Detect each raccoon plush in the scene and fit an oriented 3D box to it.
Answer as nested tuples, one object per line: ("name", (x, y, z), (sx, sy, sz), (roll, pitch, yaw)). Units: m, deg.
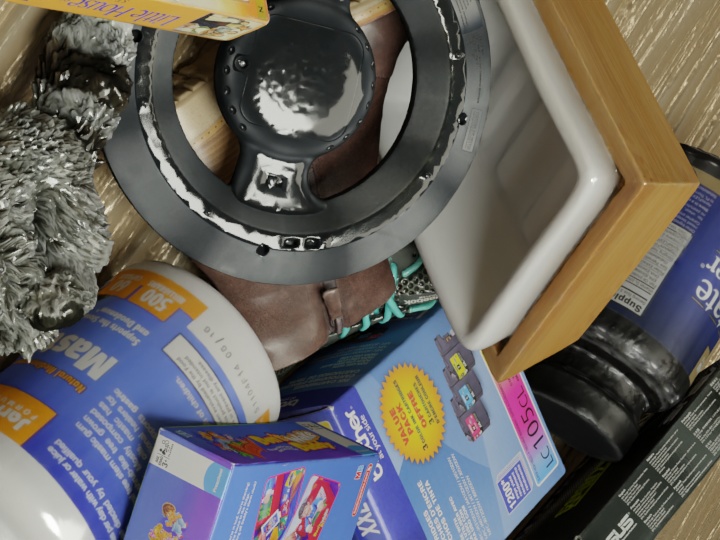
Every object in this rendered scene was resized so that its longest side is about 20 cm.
("raccoon plush", (-0.182, -0.053, 0.979), (0.134, 0.096, 0.201), (32, 54, -45))

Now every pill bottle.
("pill bottle", (-0.140, 0.094, 1.079), (0.200, 0.112, 0.113), (-42, 142, -33))
("pill bottle", (0.190, 0.023, 1.521), (0.201, 0.111, 0.112), (-56, 147, -15))

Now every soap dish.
("soap dish", (0.086, -0.067, 1.181), (0.081, 0.201, 0.158), (2, 139, -32))

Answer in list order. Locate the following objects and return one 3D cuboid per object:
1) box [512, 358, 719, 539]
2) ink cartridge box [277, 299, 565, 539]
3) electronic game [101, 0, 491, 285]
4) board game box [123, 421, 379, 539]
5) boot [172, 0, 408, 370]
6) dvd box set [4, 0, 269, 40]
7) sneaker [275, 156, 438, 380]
("box", (0.173, 0.157, 1.552), (0.200, 0.048, 0.193), (-44, 178, -30))
("ink cartridge box", (0.018, 0.107, 1.249), (0.200, 0.076, 0.137), (-39, 109, -47))
("electronic game", (-0.032, -0.093, 1.087), (0.199, 0.042, 0.202), (-2, 98, -15))
("board game box", (-0.071, 0.174, 1.081), (0.134, 0.045, 0.201), (5, 106, -60))
("boot", (-0.013, -0.061, 1.173), (0.199, 0.072, 0.167), (-35, 123, -19))
("dvd box set", (-0.120, -0.177, 0.928), (0.199, 0.029, 0.147), (2, 73, -56))
("sneaker", (0.000, 0.000, 1.242), (0.200, 0.091, 0.078), (-48, 144, -26))
